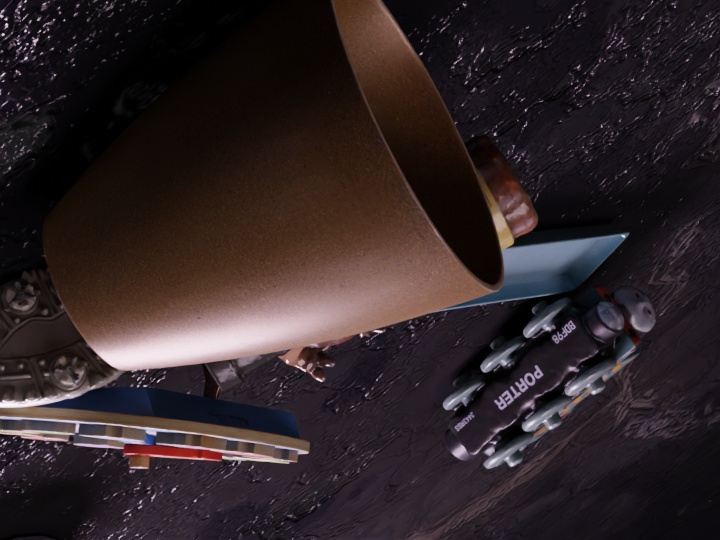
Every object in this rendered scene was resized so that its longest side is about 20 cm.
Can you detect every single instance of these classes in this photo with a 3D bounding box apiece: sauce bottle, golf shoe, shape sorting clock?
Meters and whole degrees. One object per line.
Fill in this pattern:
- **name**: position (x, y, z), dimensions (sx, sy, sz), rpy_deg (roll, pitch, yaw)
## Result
- **sauce bottle**: position (0.000, 0.000, 1.355), dimensions (0.200, 0.066, 0.066), rpy_deg (-32, 160, -3)
- **golf shoe**: position (-0.152, 0.040, 1.381), dimensions (0.200, 0.078, 0.097), rpy_deg (-21, 161, -33)
- **shape sorting clock**: position (-0.129, 0.096, 1.431), dimensions (0.199, 0.039, 0.200), rpy_deg (3, 171, 0)

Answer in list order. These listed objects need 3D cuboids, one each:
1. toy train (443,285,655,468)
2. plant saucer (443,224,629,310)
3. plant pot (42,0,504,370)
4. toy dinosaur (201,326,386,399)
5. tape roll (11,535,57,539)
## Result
- **toy train**: position (0.149, 0.081, 1.945), dimensions (0.200, 0.085, 0.114), rpy_deg (-45, 166, 36)
- **plant saucer**: position (0.124, -0.005, 1.808), dimensions (0.070, 0.019, 0.200), rpy_deg (-47, 157, 29)
- **plant pot**: position (-0.055, -0.030, 1.262), dimensions (0.200, 0.187, 0.186), rpy_deg (-27, 162, 14)
- **toy dinosaur**: position (-0.046, 0.008, 1.469), dimensions (0.200, 0.086, 0.135), rpy_deg (-37, 161, 14)
- **tape roll**: position (-0.273, 0.269, 1.695), dimensions (0.200, 0.066, 0.200), rpy_deg (-32, 159, -14)
